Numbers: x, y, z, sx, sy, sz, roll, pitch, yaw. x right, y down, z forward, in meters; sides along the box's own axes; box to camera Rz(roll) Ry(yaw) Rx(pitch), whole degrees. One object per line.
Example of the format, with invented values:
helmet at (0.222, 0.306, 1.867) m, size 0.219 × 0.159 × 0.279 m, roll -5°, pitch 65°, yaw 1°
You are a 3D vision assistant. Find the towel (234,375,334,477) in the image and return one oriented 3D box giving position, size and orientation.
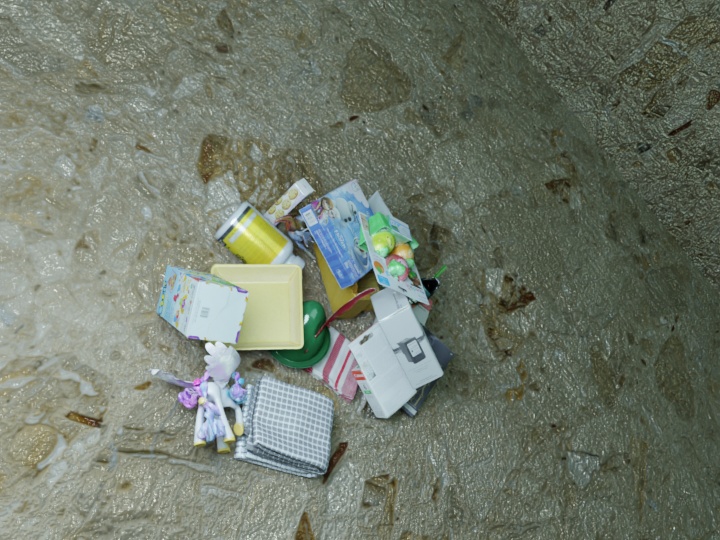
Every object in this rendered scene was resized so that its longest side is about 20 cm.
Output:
towel at (-0.150, 0.323, 1.302) m, size 0.199 × 0.085 × 0.167 m, roll 26°, pitch 50°, yaw -27°

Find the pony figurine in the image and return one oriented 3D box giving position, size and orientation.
pony figurine at (-0.288, 0.234, 1.201) m, size 0.193 × 0.165 × 0.201 m, roll 56°, pitch 19°, yaw -63°

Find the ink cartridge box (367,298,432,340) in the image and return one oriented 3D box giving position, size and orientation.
ink cartridge box at (0.104, 0.134, 1.636) m, size 0.116 × 0.067 × 0.201 m, roll 36°, pitch 53°, yaw -17°

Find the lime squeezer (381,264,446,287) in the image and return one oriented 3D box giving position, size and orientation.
lime squeezer at (0.155, 0.047, 1.740) m, size 0.199 × 0.071 × 0.038 m, roll -16°, pitch 40°, yaw -16°

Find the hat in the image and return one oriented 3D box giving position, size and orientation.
hat at (-0.105, 0.095, 1.388) m, size 0.165 × 0.176 × 0.200 m, roll 39°, pitch 45°, yaw 2°

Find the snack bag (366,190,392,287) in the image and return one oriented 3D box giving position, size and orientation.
snack bag at (0.052, -0.079, 1.587) m, size 0.201 × 0.021 × 0.189 m, roll 57°, pitch 41°, yaw -15°

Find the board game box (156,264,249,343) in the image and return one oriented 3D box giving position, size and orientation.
board game box at (-0.311, 0.063, 1.221) m, size 0.102 × 0.200 × 0.106 m, roll 13°, pitch 92°, yaw -34°

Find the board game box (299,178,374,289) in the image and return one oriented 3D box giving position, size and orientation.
board game box at (-0.027, -0.089, 1.448) m, size 0.199 × 0.043 × 0.201 m, roll -39°, pitch 104°, yaw -52°

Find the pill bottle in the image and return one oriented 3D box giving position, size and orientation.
pill bottle at (-0.226, -0.054, 1.442) m, size 0.200 × 0.112 × 0.112 m, roll 42°, pitch 45°, yaw -13°

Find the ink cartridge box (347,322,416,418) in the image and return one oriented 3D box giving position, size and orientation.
ink cartridge box at (0.041, 0.238, 1.495) m, size 0.109 × 0.050 × 0.201 m, roll -34°, pitch 99°, yaw -33°

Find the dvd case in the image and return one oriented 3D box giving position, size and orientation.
dvd case at (0.132, 0.244, 1.576) m, size 0.149 × 0.016 × 0.200 m, roll 42°, pitch 72°, yaw -15°

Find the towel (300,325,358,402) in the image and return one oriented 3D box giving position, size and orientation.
towel at (-0.073, 0.200, 1.487) m, size 0.200 × 0.023 × 0.145 m, roll 39°, pitch 45°, yaw -16°

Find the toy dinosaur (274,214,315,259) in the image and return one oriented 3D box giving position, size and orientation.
toy dinosaur at (-0.150, -0.117, 1.505) m, size 0.200 × 0.181 × 0.106 m, roll 36°, pitch 80°, yaw -36°

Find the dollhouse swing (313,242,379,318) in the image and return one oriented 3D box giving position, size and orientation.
dollhouse swing at (0.000, 0.000, 1.578) m, size 0.175 × 0.182 × 0.201 m, roll -6°, pitch 68°, yaw -30°

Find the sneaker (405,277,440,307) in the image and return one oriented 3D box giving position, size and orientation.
sneaker at (0.123, 0.061, 1.587) m, size 0.199 × 0.080 × 0.072 m, roll -27°, pitch 85°, yaw -40°

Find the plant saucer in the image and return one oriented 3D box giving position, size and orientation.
plant saucer at (-0.225, 0.085, 1.362) m, size 0.198 × 0.049 × 0.201 m, roll 0°, pitch 63°, yaw -8°

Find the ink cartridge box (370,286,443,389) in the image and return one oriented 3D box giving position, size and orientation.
ink cartridge box at (0.105, 0.147, 1.455) m, size 0.201 × 0.083 × 0.145 m, roll 62°, pitch 4°, yaw -22°

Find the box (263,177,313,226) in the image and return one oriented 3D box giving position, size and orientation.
box at (-0.184, -0.143, 1.468) m, size 0.042 × 0.200 × 0.039 m, roll 51°, pitch 41°, yaw -3°

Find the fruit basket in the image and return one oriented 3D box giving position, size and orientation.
fruit basket at (0.080, -0.030, 1.415) m, size 0.185 × 0.094 × 0.201 m, roll 24°, pitch 34°, yaw -43°
